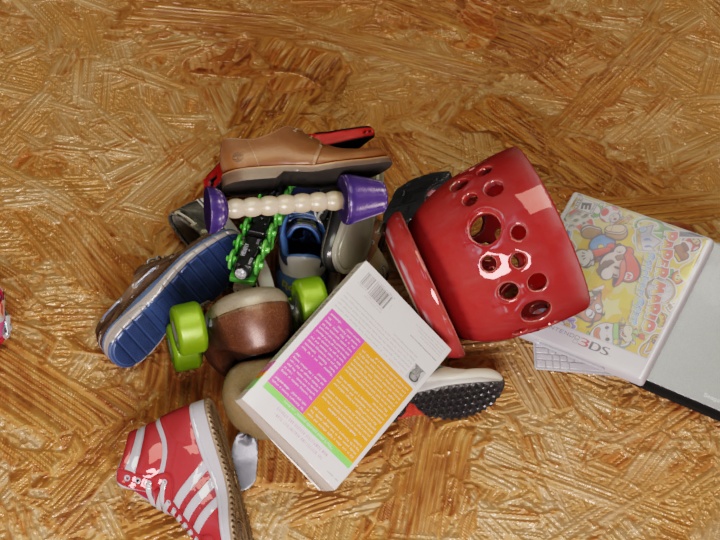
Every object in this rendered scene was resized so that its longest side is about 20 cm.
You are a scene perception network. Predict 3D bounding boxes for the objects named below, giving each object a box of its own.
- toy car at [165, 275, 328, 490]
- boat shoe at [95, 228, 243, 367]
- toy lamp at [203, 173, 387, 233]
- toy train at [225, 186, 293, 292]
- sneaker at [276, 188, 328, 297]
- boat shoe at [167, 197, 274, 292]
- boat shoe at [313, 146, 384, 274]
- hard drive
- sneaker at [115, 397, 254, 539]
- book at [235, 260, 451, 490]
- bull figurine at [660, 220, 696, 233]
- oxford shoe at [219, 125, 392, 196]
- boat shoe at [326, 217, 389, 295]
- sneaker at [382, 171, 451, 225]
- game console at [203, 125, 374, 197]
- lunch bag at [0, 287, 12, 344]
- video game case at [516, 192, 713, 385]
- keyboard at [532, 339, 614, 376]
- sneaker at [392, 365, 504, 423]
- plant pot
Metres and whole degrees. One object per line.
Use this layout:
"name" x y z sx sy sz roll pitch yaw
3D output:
"toy car" -0.104 0.127 1.426 0.163 0.158 0.201 -12 77 -14
"boat shoe" -0.220 0.016 1.500 0.200 0.072 0.072 -41 43 -14
"toy lamp" -0.069 -0.074 1.455 0.199 0.058 0.058 -3 46 -16
"toy train" -0.111 -0.043 1.499 0.041 0.057 0.200 12 38 4
"sneaker" -0.064 -0.046 1.607 0.073 0.083 0.201 1 44 -4
"boat shoe" -0.164 -0.012 1.574 0.063 0.071 0.200 -19 43 -25
"boat shoe" -0.021 -0.066 1.558 0.067 0.072 0.201 -6 40 17
"hard drive" 0.409 0.069 1.549 0.139 0.033 0.201 23 67 12
"sneaker" -0.175 0.236 1.324 0.112 0.071 0.201 -18 67 4
"book" -0.015 0.106 1.374 0.134 0.048 0.200 47 67 -8
"bull figurine" 0.330 -0.019 1.648 0.199 0.065 0.122 -5 50 -10
"oxford shoe" -0.060 -0.130 1.493 0.199 0.071 0.072 -3 72 -20
"boat shoe" 0.000 0.000 1.578 0.071 0.076 0.201 10 47 -1
"sneaker" 0.077 -0.061 1.664 0.070 0.082 0.200 -11 20 23
"game console" -0.091 -0.128 1.624 0.176 0.200 0.031 -10 85 -20
"lunch bag" -0.481 0.065 1.440 0.176 0.082 0.200 32 49 22
"video game case" 0.288 0.017 1.566 0.181 0.023 0.201 22 67 26
"keyboard" 0.300 0.101 1.563 0.199 0.011 0.056 5 45 -3
"sneaker" 0.058 0.114 1.473 0.198 0.071 0.094 -7 53 -11
"plant pot" 0.136 -0.012 1.497 0.182 0.201 0.201 -25 49 4
